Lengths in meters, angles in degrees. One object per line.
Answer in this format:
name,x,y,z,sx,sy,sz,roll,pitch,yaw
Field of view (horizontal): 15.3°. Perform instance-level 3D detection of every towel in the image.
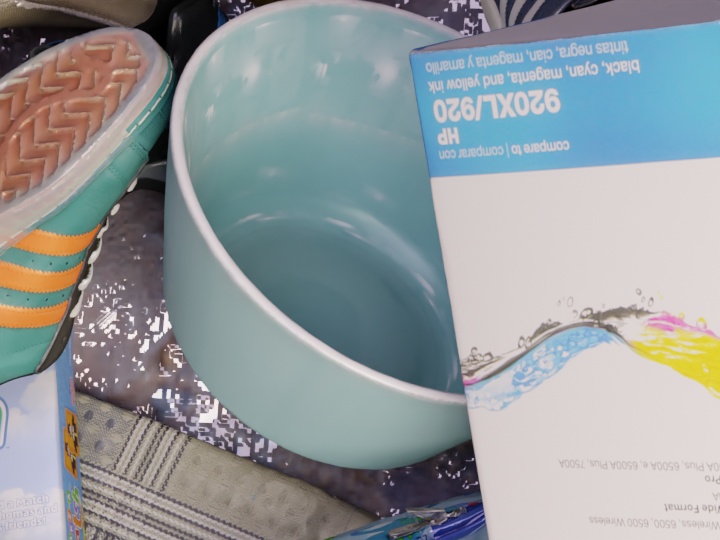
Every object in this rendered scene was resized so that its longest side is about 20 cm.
towel,-0.109,0.157,1.122,0.199,0.035,0.194,22,79,16

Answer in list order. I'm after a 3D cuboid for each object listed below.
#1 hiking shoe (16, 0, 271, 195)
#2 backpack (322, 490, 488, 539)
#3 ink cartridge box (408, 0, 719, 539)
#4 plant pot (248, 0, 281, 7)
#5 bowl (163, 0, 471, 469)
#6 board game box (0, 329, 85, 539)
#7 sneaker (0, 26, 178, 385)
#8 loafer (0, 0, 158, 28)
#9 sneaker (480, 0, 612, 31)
hiking shoe,-0.134,-0.054,1.126,0.199,0.087,0.074,-29,36,-4
backpack,0.052,0.175,1.017,0.199,0.147,0.184,-21,85,-9
ink cartridge box,0.128,0.007,0.915,0.144,0.147,0.202,-2,101,43
plant pot,-0.041,-0.222,1.118,0.200,0.200,0.177,-40,84,-1
bowl,0.000,0.000,1.071,0.199,0.105,0.202,17,45,-17
board game box,-0.188,0.125,1.109,0.150,0.037,0.202,-10,70,10
sneaker,-0.137,-0.011,1.070,0.200,0.080,0.072,-44,46,10
loafer,-0.154,-0.132,1.130,0.069,0.199,0.076,-59,38,16
sneaker,0.096,-0.102,1.079,0.074,0.085,0.201,15,46,-18
